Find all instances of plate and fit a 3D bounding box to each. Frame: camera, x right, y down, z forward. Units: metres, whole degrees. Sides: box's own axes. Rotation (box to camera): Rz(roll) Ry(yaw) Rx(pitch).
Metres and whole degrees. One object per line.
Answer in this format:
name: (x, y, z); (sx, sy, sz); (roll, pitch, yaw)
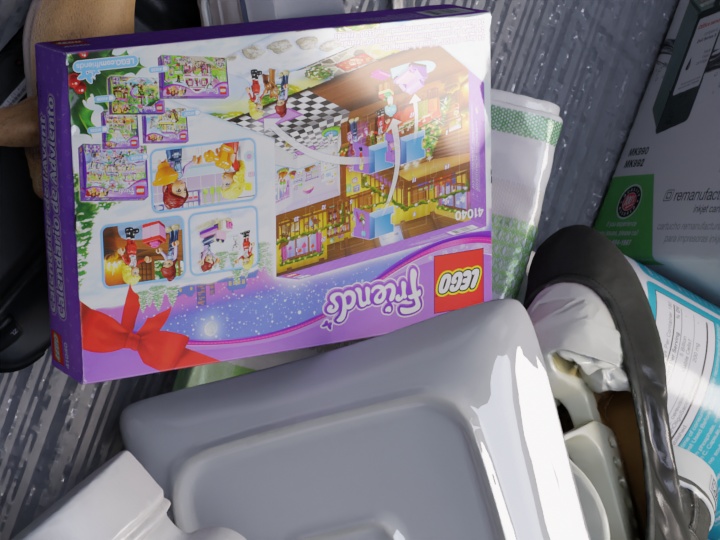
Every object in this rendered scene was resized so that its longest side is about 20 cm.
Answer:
plate: (0.002, 0.132, 0.963); (0.198, 0.032, 0.201); (-16, 90, 21)

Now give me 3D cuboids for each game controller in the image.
game controller: (-0.136, -0.053, 1.045); (0.104, 0.042, 0.200); (40, 74, -5)

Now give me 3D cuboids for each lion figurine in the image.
lion figurine: (-0.123, -0.102, 0.993); (0.122, 0.072, 0.202); (-2, 89, -2)

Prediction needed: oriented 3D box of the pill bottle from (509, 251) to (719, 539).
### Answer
pill bottle: (0.136, 0.058, 1.129); (0.199, 0.111, 0.111); (28, 80, -22)

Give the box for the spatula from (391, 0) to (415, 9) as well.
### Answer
spatula: (0.023, -0.131, 1.120); (0.056, 0.021, 0.202); (-4, 94, -19)

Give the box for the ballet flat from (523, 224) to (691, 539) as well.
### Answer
ballet flat: (0.102, 0.064, 0.994); (0.068, 0.068, 0.201); (21, 49, -51)

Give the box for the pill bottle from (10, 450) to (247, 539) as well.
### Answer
pill bottle: (-0.061, 0.173, 0.902); (0.111, 0.111, 0.200); (-40, 93, -19)

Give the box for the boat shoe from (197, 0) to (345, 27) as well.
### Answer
boat shoe: (-0.056, -0.158, 1.045); (0.073, 0.065, 0.201); (24, 49, -44)

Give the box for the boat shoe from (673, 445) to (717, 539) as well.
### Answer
boat shoe: (0.064, 0.105, 1.063); (0.064, 0.199, 0.071); (-66, 155, -44)

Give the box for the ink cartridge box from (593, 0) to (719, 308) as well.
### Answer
ink cartridge box: (0.209, -0.081, 1.141); (0.084, 0.146, 0.201); (25, 80, -22)

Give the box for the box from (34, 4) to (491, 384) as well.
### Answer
box: (-0.037, -0.036, 0.965); (0.199, 0.039, 0.138); (-8, 105, -28)

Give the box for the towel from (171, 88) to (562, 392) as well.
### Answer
towel: (0.000, 0.000, 1.061); (0.148, 0.031, 0.201); (14, 80, 13)
